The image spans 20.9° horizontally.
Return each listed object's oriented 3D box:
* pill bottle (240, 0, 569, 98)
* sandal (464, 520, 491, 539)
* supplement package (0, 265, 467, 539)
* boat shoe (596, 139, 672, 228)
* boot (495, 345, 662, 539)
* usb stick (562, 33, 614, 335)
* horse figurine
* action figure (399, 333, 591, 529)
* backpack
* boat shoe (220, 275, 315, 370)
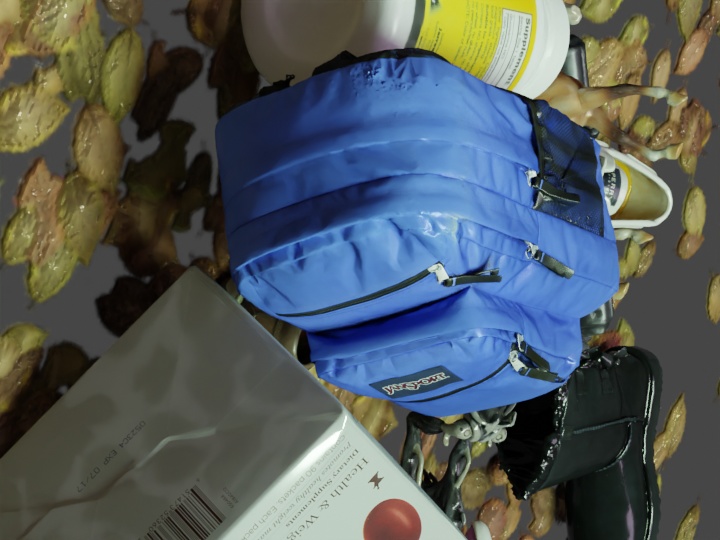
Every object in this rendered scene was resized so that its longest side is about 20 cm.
[{"bbox_3d":[0.034,-0.144,1.121,0.200,0.112,0.113,1,104,-54],"label":"pill bottle"},{"bbox_3d":[0.068,0.275,1.392,0.050,0.082,0.203,-1,112,-8],"label":"sandal"},{"bbox_3d":[-0.070,0.146,1.033,0.191,0.147,0.200,-45,140,-4],"label":"supplement package"},{"bbox_3d":[0.150,-0.064,1.343,0.200,0.070,0.071,19,88,-51],"label":"boat shoe"},{"bbox_3d":[0.160,0.143,1.444,0.162,0.073,0.198,-1,98,-55],"label":"boot"},{"bbox_3d":[0.130,-0.055,1.269,0.033,0.055,0.200,-36,121,-61],"label":"usb stick"},{"bbox_3d":[0.126,-0.065,1.218,0.050,0.132,0.200,-33,141,-55],"label":"horse figurine"},{"bbox_3d":[0.068,0.069,1.262,0.119,0.102,0.200,3,123,-42],"label":"action figure"},{"bbox_3d":[0.030,-0.020,1.009,0.200,0.162,0.168,27,49,-52],"label":"backpack"},{"bbox_3d":[0.001,0.005,1.171,0.202,0.075,0.075,-39,133,-38],"label":"boat shoe"}]
